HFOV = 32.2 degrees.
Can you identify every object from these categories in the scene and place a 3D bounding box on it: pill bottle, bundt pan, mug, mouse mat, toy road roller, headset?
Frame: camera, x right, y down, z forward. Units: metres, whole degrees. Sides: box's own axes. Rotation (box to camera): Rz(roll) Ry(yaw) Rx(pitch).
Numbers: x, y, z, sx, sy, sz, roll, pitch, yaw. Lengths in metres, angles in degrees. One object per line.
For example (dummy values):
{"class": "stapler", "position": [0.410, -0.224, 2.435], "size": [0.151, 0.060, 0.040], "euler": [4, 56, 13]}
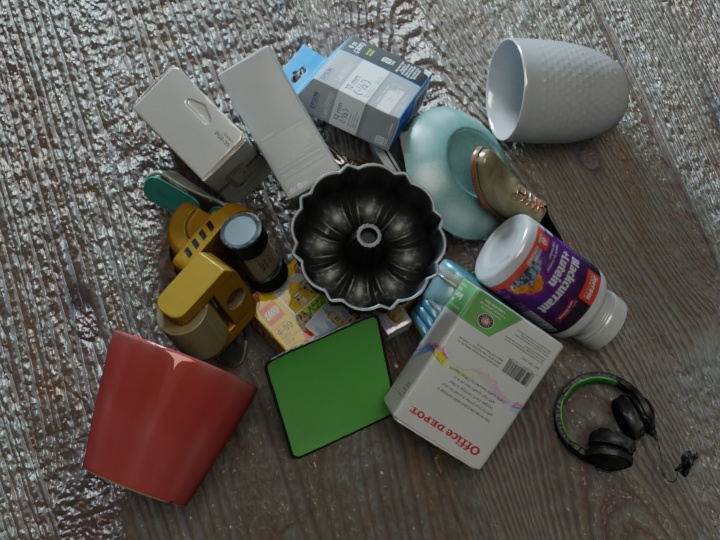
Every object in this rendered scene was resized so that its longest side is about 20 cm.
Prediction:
{"class": "pill bottle", "position": [0.264, 0.022, 1.699], "size": [0.200, 0.111, 0.112], "euler": [35, 71, -19]}
{"class": "bundt pan", "position": [0.007, -0.033, 1.611], "size": [0.201, 0.076, 0.202], "euler": [2, 72, -5]}
{"class": "mug", "position": [0.283, -0.273, 1.814], "size": [0.175, 0.148, 0.200], "euler": [1, 42, -16]}
{"class": "mouse mat", "position": [-0.035, 0.153, 1.621], "size": [0.161, 0.200, 0.008], "euler": [-23, 45, -12]}
{"class": "toy road roller", "position": [-0.203, 0.001, 1.621], "size": [0.146, 0.123, 0.200], "euler": [30, 73, 29]}
{"class": "headset", "position": [0.355, 0.214, 1.677], "size": [0.200, 0.094, 0.124], "euler": [33, 72, 18]}

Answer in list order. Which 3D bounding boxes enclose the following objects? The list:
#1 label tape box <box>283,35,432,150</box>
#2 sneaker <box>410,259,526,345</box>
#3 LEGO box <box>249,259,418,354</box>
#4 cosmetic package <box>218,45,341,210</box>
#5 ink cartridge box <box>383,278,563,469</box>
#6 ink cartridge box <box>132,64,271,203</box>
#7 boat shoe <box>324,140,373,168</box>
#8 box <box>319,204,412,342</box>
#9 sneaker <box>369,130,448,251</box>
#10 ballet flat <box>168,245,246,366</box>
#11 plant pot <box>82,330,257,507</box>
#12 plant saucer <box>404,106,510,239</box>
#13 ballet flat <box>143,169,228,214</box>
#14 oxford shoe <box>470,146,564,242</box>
{"class": "label tape box", "position": [-0.015, -0.269, 1.783], "size": [0.200, 0.066, 0.143], "euler": [28, 42, 5]}
{"class": "sneaker", "position": [0.155, 0.089, 1.718], "size": [0.200, 0.080, 0.131], "euler": [37, 97, -11]}
{"class": "LEGO box", "position": [-0.039, 0.044, 1.705], "size": [0.200, 0.077, 0.149], "euler": [-41, 80, -16]}
{"class": "cosmetic package", "position": [-0.104, -0.189, 1.681], "size": [0.090, 0.107, 0.200], "euler": [-27, 84, 2]}
{"class": "ink cartridge box", "position": [0.145, 0.136, 1.638], "size": [0.145, 0.084, 0.200], "euler": [33, 93, -14]}
{"class": "ink cartridge box", "position": [-0.211, -0.178, 1.691], "size": [0.083, 0.200, 0.147], "euler": [-45, 80, 0]}
{"class": "boat shoe", "position": [0.006, -0.118, 1.745], "size": [0.070, 0.070, 0.200], "euler": [-44, 64, 4]}
{"class": "box", "position": [0.000, 0.000, 1.661], "size": [0.041, 0.039, 0.200], "euler": [-27, 76, -15]}
{"class": "sneaker", "position": [0.089, -0.114, 1.767], "size": [0.079, 0.078, 0.200], "euler": [-25, 74, -7]}
{"class": "ballet flat", "position": [-0.204, 0.037, 1.712], "size": [0.066, 0.057, 0.200], "euler": [-24, 82, 3]}
{"class": "plant pot", "position": [-0.254, 0.194, 1.588], "size": [0.200, 0.200, 0.178], "euler": [21, 80, 2]}
{"class": "plant saucer", "position": [0.151, -0.144, 1.753], "size": [0.201, 0.039, 0.202], "euler": [15, 64, -32]}
{"class": "ballet flat", "position": [-0.210, -0.080, 1.739], "size": [0.200, 0.069, 0.069], "euler": [35, 72, 6]}
{"class": "oxford shoe", "position": [0.219, -0.099, 1.718], "size": [0.075, 0.200, 0.071], "euler": [-1, 52, 41]}
